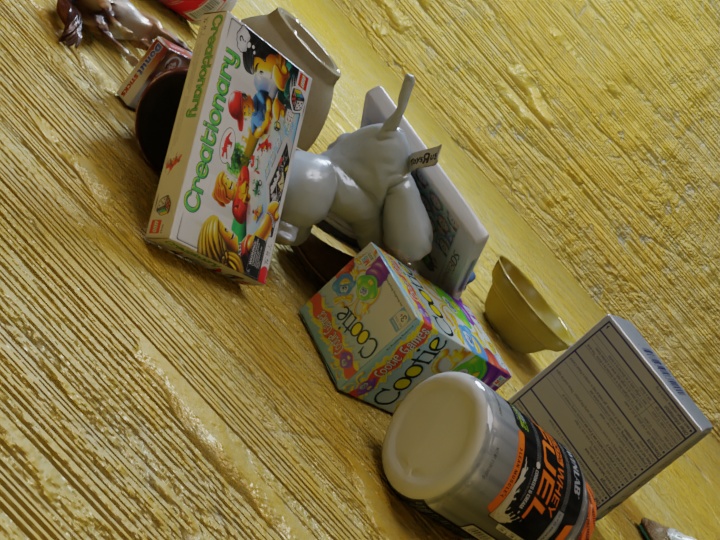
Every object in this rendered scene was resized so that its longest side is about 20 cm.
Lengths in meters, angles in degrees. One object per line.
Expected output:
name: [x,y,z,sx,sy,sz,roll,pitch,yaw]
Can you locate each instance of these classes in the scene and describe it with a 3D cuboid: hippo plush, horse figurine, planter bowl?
hippo plush: [-0.023,-0.065,0.972,0.162,0.158,0.200,68,-23,4]
horse figurine: [-0.251,-0.255,1.034,0.132,0.050,0.199,41,17,22]
planter bowl: [0.267,0.077,1.651,0.200,0.083,0.201,45,15,-15]
planter bowl: [-0.110,-0.253,1.284,0.200,0.135,0.201,44,15,-15]

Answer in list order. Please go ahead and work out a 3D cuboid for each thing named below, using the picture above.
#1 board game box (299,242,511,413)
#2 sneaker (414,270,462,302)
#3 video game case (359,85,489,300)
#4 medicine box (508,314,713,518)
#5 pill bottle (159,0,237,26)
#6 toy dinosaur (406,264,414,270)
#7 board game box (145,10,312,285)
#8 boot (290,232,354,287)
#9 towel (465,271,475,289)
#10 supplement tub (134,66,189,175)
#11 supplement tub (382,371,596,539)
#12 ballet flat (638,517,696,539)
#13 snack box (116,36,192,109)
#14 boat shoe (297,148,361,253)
board game box: [0.049,0.074,0.991,0.199,0.103,0.106,31,22,-50]
sneaker: [0.100,0.077,1.170,0.080,0.083,0.202,23,31,-58]
video game case: [0.057,-0.072,1.068,0.202,0.023,0.183,56,-17,17]
medicine box: [0.313,0.192,1.270,0.183,0.200,0.102,54,19,23]
pill bottle: [-0.255,-0.420,1.321,0.113,0.112,0.199,56,16,28]
toy dinosaur: [0.014,-0.033,1.289,0.101,0.058,0.200,42,-2,44]
board game box: [-0.110,-0.103,0.856,0.126,0.034,0.204,28,70,-52]
boot: [0.000,0.000,1.092,0.199,0.075,0.074,37,20,-36]
towel: [0.110,-0.010,1.486,0.112,0.048,0.199,52,16,11]
supplement tub: [-0.139,-0.145,0.985,0.107,0.107,0.200,49,15,2]
supplement tub: [0.122,0.187,0.885,0.199,0.122,0.123,38,18,-35]
ballet flat: [0.478,0.429,1.420,0.070,0.065,0.201,33,21,-44]
snack box: [-0.175,-0.188,1.052,0.024,0.072,0.199,46,13,19]
boat shoe: [-0.046,-0.078,1.149,0.199,0.067,0.057,37,-20,32]
